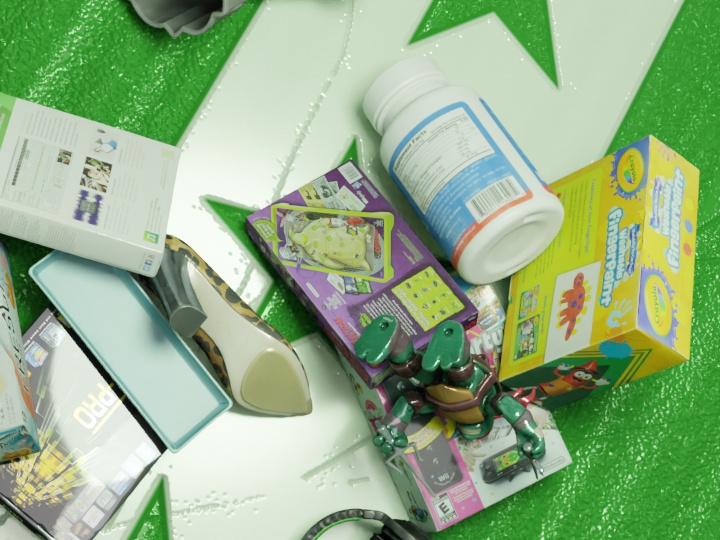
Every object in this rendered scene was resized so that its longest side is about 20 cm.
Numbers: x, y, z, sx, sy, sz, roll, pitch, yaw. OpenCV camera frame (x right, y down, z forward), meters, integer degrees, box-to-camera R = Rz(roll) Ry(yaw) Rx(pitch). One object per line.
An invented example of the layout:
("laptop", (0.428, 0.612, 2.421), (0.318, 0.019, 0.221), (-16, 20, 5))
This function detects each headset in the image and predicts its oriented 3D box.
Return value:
("headset", (0.036, 0.278, 1.487), (0.198, 0.094, 0.125), (9, 83, -1))

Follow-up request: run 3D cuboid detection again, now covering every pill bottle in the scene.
("pill bottle", (0.087, -0.096, 1.533), (0.112, 0.113, 0.201), (-24, 63, -18))

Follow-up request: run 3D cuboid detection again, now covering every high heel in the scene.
("high heel", (-0.118, 0.045, 1.513), (0.071, 0.143, 0.200), (-41, 129, 8))

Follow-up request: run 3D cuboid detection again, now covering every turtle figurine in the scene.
("turtle figurine", (0.078, 0.113, 1.449), (0.149, 0.200, 0.101), (-12, 49, 20))

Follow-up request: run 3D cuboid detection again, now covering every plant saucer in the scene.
("plant saucer", (-0.198, 0.059, 1.452), (0.070, 0.019, 0.200), (-39, 92, -21))

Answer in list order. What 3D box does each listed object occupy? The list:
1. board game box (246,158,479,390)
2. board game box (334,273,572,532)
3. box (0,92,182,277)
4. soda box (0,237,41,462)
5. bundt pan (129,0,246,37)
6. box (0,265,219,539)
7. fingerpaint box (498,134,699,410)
("board game box", (0.000, 0.000, 1.515), (0.119, 0.032, 0.200), (-27, 62, -23))
("board game box", (0.082, 0.117, 1.546), (0.147, 0.064, 0.201), (-24, 87, -18))
("box", (-0.259, -0.079, 1.457), (0.199, 0.036, 0.145), (18, 40, -12))
("soda box", (-0.317, 0.059, 1.403), (0.068, 0.064, 0.201), (-15, 65, -3))
("bundt pan", (-0.148, -0.313, 1.492), (0.076, 0.201, 0.203), (-25, 88, -41))
("box", (-0.245, 0.123, 1.459), (0.161, 0.049, 0.200), (43, 71, -6))
("fingerpaint box", (0.215, 0.005, 1.514), (0.073, 0.166, 0.201), (30, 53, -30))
